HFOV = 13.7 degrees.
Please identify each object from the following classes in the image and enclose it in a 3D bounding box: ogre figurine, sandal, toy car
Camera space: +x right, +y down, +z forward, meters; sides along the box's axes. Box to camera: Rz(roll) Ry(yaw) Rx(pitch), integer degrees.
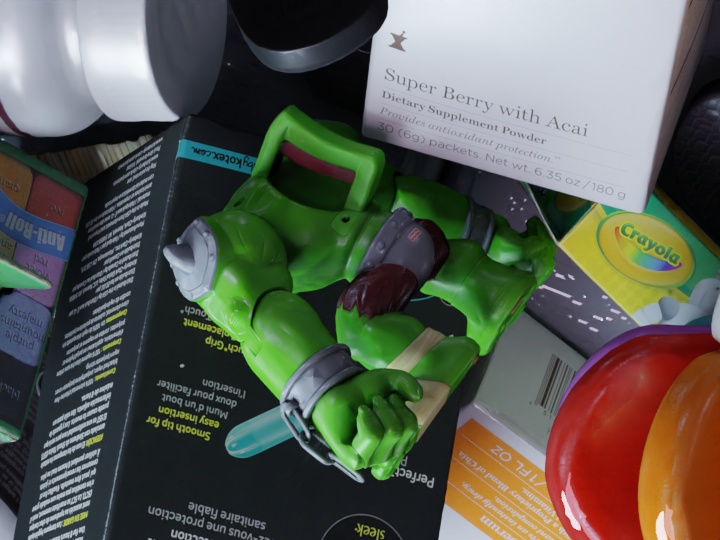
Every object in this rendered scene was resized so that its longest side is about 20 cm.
[{"bbox_3d":[0.000,0.000,1.180,0.120,0.200,0.098,37,141,6],"label":"ogre figurine"},{"bbox_3d":[0.206,-0.019,1.263,0.200,0.043,0.076,38,141,-26],"label":"sandal"},{"bbox_3d":[0.144,0.069,1.122,0.149,0.200,0.176,-1,97,11],"label":"toy car"},{"bbox_3d":[-0.041,-0.144,1.156,0.075,0.200,0.045,-30,126,-1],"label":"sandal"}]

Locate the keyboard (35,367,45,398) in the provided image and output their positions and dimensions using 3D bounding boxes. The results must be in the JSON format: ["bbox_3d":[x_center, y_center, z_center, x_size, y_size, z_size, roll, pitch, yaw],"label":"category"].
[{"bbox_3d":[-0.128,0.058,1.374,0.039,0.104,0.201,-25,106,-10],"label":"keyboard"}]

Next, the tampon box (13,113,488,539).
[{"bbox_3d":[-0.050,0.060,1.275,0.149,0.201,0.126,17,161,-22],"label":"tampon box"}]

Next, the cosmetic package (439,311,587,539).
[{"bbox_3d":[0.042,0.112,1.420,0.101,0.071,0.200,36,134,-12],"label":"cosmetic package"}]

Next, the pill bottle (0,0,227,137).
[{"bbox_3d":[-0.164,-0.113,1.275,0.199,0.110,0.110,3,131,20],"label":"pill bottle"}]

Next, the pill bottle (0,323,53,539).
[{"bbox_3d":[-0.194,0.098,1.414,0.116,0.200,0.117,11,133,12],"label":"pill bottle"}]

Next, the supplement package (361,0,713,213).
[{"bbox_3d":[0.080,-0.145,1.137,0.121,0.120,0.201,16,134,10],"label":"supplement package"}]

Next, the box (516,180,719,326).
[{"bbox_3d":[0.134,0.005,1.255,0.200,0.117,0.048,41,98,-18],"label":"box"}]

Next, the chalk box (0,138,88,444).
[{"bbox_3d":[-0.205,0.003,1.263,0.125,0.125,0.199,30,149,-31],"label":"chalk box"}]

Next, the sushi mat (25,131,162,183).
[{"bbox_3d":[-0.087,0.030,1.401,0.095,0.012,0.201,-9,111,32],"label":"sushi mat"}]
